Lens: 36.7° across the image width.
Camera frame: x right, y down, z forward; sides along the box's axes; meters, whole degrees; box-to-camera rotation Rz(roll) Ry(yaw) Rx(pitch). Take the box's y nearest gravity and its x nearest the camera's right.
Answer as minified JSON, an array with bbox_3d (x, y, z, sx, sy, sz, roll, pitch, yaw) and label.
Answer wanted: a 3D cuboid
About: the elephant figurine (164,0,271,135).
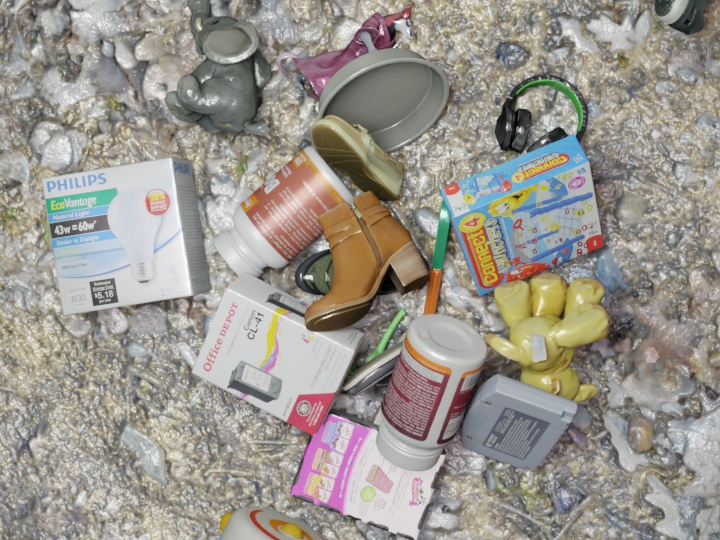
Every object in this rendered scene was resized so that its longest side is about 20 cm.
[{"bbox_3d":[-0.193,-0.307,1.573,0.155,0.141,0.201,26,76,-26],"label":"elephant figurine"}]

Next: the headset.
[{"bbox_3d":[0.249,-0.190,1.558,0.123,0.094,0.201,29,84,3],"label":"headset"}]

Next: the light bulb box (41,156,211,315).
[{"bbox_3d":[-0.337,-0.051,1.582,0.197,0.125,0.201,-9,92,4],"label":"light bulb box"}]

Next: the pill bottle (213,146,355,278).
[{"bbox_3d":[-0.112,-0.077,1.573,0.200,0.112,0.112,-40,89,3],"label":"pill bottle"}]

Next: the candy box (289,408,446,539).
[{"bbox_3d":[0.012,0.297,1.600,0.199,0.061,0.137,20,90,4],"label":"candy box"}]

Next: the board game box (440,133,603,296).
[{"bbox_3d":[0.229,-0.072,1.514,0.195,0.200,0.056,-23,52,4],"label":"board game box"}]

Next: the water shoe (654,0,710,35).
[{"bbox_3d":[0.493,-0.437,1.561,0.079,0.071,0.201,27,92,-25],"label":"water shoe"}]

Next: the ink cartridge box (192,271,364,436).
[{"bbox_3d":[-0.115,0.117,1.523,0.199,0.086,0.148,26,108,2],"label":"ink cartridge box"}]

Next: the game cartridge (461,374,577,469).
[{"bbox_3d":[0.214,0.215,1.532,0.133,0.200,0.042,23,58,5],"label":"game cartridge"}]

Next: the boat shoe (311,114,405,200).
[{"bbox_3d":[0.001,-0.169,1.533,0.073,0.200,0.063,6,68,39],"label":"boat shoe"}]

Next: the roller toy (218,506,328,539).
[{"bbox_3d":[-0.122,0.426,1.553,0.182,0.200,0.140,25,92,-11],"label":"roller toy"}]

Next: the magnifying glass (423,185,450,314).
[{"bbox_3d":[0.115,-0.024,1.587,0.022,0.080,0.201,8,102,5],"label":"magnifying glass"}]

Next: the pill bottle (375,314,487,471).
[{"bbox_3d":[0.093,0.171,1.504,0.114,0.114,0.201,20,119,3],"label":"pill bottle"}]

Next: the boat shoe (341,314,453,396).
[{"bbox_3d":[0.067,0.136,1.566,0.199,0.073,0.063,-30,93,-21],"label":"boat shoe"}]

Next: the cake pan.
[{"bbox_3d":[0.027,-0.237,1.533,0.199,0.200,0.037,-24,59,4],"label":"cake pan"}]

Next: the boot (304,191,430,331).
[{"bbox_3d":[-0.021,-0.013,1.493,0.199,0.074,0.155,-25,71,-24],"label":"boot"}]

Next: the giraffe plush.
[{"bbox_3d":[0.269,0.122,1.539,0.172,0.200,0.163,4,128,23],"label":"giraffe plush"}]

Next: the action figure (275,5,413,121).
[{"bbox_3d":[0.003,-0.312,1.581,0.200,0.134,0.149,-48,61,4],"label":"action figure"}]

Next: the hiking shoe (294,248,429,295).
[{"bbox_3d":[0.000,0.000,1.574,0.199,0.101,0.076,-5,91,4],"label":"hiking shoe"}]

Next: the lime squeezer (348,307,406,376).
[{"bbox_3d":[-0.013,0.128,1.610,0.199,0.038,0.071,-24,90,5],"label":"lime squeezer"}]
